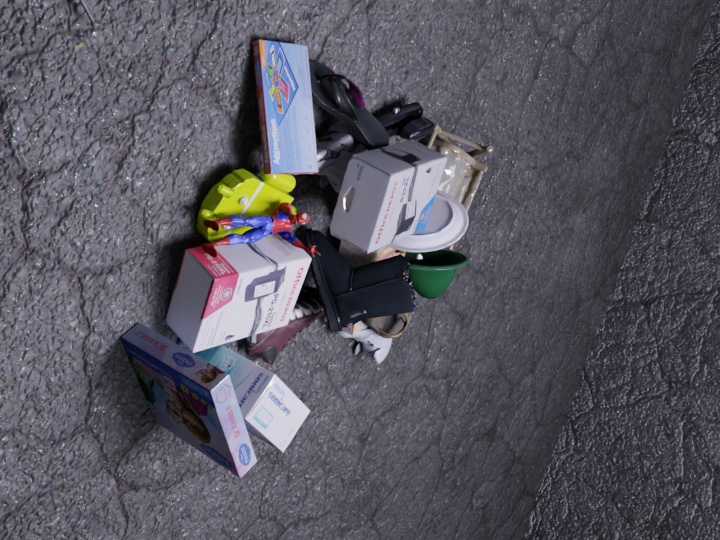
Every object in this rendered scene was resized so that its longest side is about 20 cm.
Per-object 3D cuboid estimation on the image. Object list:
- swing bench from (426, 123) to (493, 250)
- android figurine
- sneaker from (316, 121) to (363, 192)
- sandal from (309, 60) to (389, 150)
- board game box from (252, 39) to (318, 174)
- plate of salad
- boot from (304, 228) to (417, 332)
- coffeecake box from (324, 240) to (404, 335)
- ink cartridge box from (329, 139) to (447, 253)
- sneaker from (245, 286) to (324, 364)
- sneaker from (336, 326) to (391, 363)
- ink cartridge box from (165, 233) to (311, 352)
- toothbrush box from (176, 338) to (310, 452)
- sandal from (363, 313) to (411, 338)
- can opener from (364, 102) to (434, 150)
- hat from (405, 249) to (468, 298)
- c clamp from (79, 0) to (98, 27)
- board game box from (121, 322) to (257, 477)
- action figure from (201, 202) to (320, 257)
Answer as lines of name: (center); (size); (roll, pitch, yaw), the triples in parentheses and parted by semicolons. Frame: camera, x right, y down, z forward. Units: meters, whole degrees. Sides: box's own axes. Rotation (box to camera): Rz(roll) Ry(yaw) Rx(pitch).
swing bench: (0.171, -0.167, 1.802); (0.200, 0.129, 0.200); (53, 61, -82)
android figurine: (-0.180, -0.088, 1.384); (0.182, 0.041, 0.200); (-53, 151, 7)
sneaker: (-0.056, -0.176, 1.496); (0.200, 0.075, 0.115); (-35, 135, -44)
sandal: (-0.017, -0.280, 1.452); (0.200, 0.048, 0.076); (41, 46, -23)
board game box: (-0.115, -0.250, 1.353); (0.103, 0.019, 0.201); (-8, 94, -48)
plate of salad: (0.101, -0.091, 1.629); (0.200, 0.199, 0.048); (-40, 146, -37)
boot: (0.000, 0.000, 1.554); (0.167, 0.201, 0.076); (-17, 162, -7)
coffeecake box: (0.016, 0.002, 1.694); (0.153, 0.073, 0.201); (-33, 143, -51)
ink cartridge box: (0.050, -0.128, 1.479); (0.200, 0.083, 0.146); (-25, 138, -54)
sneaker: (-0.135, 0.103, 1.579); (0.199, 0.076, 0.116); (-15, 128, -42)
sneaker: (0.012, 0.137, 1.804); (0.200, 0.075, 0.116); (-17, 120, -56)
ink cartridge box: (-0.190, 0.029, 1.379); (0.199, 0.084, 0.145); (-15, 137, -46)
toothbrush box: (-0.199, 0.191, 1.400); (0.086, 0.199, 0.147); (-57, 147, -18)
sandal: (0.065, 0.095, 1.731); (0.082, 0.054, 0.200); (-64, 157, -5)
can opener: (0.048, -0.268, 1.630); (0.199, 0.078, 0.064); (-22, 119, -34)
hat: (0.142, 0.055, 1.836); (0.200, 0.165, 0.177); (-47, 139, -72)
c clamp: (-0.299, -0.423, 1.046); (0.200, 0.027, 0.171); (-51, 140, -23)
board game box: (-0.257, 0.196, 1.317); (0.041, 0.199, 0.200); (-42, 139, -33)
action figure: (-0.135, -0.057, 1.338); (0.200, 0.099, 0.066); (-20, 128, -48)
